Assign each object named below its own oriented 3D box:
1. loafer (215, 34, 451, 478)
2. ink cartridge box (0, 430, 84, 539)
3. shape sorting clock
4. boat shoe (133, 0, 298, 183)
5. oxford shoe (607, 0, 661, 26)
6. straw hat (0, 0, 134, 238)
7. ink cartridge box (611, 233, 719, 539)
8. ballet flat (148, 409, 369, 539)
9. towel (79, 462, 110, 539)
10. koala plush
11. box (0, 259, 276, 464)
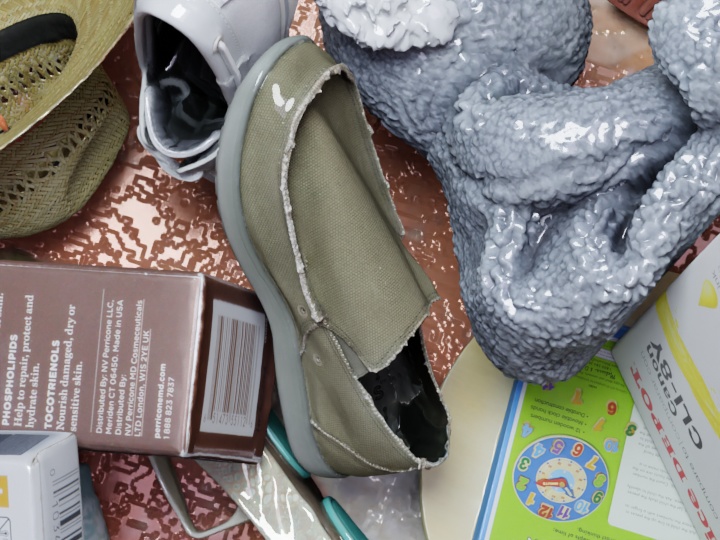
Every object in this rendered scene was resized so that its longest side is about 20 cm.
[{"bbox_3d":[0.000,0.000,0.715,0.069,0.201,0.075,11,42,31],"label":"loafer"},{"bbox_3d":[-0.194,0.160,0.695,0.199,0.043,0.200,0,98,19],"label":"ink cartridge box"},{"bbox_3d":[0.123,0.098,0.809,0.199,0.039,0.201,3,72,-9],"label":"shape sorting clock"},{"bbox_3d":[-0.060,-0.072,0.730,0.072,0.200,0.069,34,70,2],"label":"boat shoe"},{"bbox_3d":[0.102,-0.184,0.834,0.200,0.071,0.074,36,62,-4],"label":"oxford shoe"},{"bbox_3d":[-0.151,-0.063,0.778,0.201,0.201,0.085,-40,127,-7],"label":"straw hat"},{"bbox_3d":[0.183,0.055,0.707,0.083,0.200,0.146,-21,77,-12],"label":"ink cartridge box"},{"bbox_3d":[-0.037,0.110,0.789,0.062,0.067,0.200,-38,78,2],"label":"ballet flat"},{"bbox_3d":[-0.192,0.186,0.773,0.199,0.048,0.172,-14,88,-6],"label":"towel"},{"bbox_3d":[0.060,-0.076,0.751,0.200,0.177,0.184,41,97,6],"label":"koala plush"},{"bbox_3d":[-0.143,0.035,0.736,0.199,0.100,0.075,5,84,16],"label":"box"}]
